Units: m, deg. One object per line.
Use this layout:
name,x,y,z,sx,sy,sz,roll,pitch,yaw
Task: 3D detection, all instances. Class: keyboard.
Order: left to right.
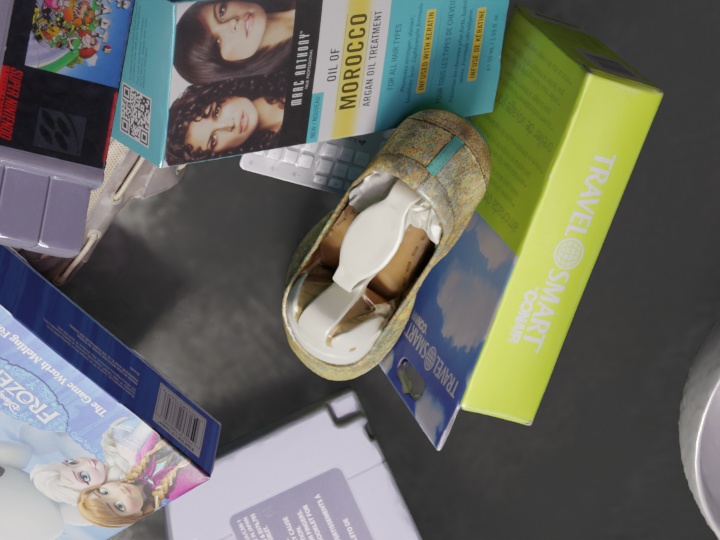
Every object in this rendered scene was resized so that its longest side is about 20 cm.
keyboard,0.039,-0.054,1.287,0.200,0.011,0.056,14,111,-19

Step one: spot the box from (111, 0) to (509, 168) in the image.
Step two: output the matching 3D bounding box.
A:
box,-0.022,-0.107,1.181,0.200,0.049,0.082,-12,121,-36

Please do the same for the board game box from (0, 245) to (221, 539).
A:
board game box,-0.209,0.075,1.236,0.199,0.043,0.200,-32,121,30

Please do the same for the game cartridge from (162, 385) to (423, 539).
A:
game cartridge,-0.023,0.178,1.337,0.133,0.042,0.200,-24,98,0

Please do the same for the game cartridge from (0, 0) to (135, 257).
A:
game cartridge,-0.161,-0.115,1.077,0.129,0.038,0.200,12,82,-21

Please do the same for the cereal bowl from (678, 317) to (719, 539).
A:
cereal bowl,0.263,0.069,1.356,0.200,0.083,0.200,-5,116,-10

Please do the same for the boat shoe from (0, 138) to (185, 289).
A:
boat shoe,-0.123,-0.071,1.217,0.200,0.075,0.073,-48,133,14

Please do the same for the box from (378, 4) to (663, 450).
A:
box,0.075,-0.019,1.239,0.048,0.122,0.200,15,106,-21

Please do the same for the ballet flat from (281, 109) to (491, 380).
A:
ballet flat,0.000,0.000,1.235,0.071,0.071,0.200,14,137,-19
